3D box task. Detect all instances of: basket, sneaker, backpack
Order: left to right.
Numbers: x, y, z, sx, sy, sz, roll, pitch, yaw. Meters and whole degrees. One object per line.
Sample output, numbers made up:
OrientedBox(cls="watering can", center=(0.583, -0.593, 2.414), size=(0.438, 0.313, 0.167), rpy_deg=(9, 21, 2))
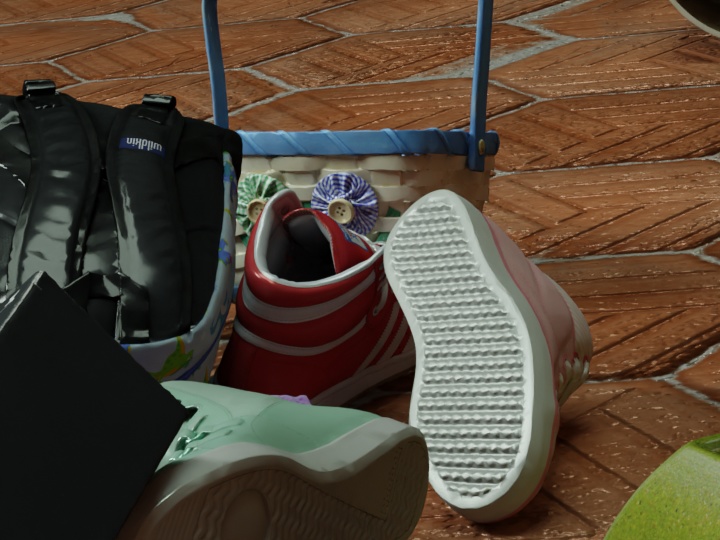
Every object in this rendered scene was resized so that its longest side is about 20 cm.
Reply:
OrientedBox(cls="backpack", center=(-0.133, 0.009, 1.408), size=(0.163, 0.154, 0.200), rpy_deg=(7, 22, -14))
OrientedBox(cls="sneaker", center=(-0.068, 0.087, 1.060), size=(0.118, 0.074, 0.200), rpy_deg=(9, 9, 25))
OrientedBox(cls="basket", center=(-0.005, -0.079, 1.627), size=(0.176, 0.201, 0.139), rpy_deg=(-3, -4, 25))
OrientedBox(cls="sneaker", center=(0.000, 0.000, 1.462), size=(0.071, 0.113, 0.200), rpy_deg=(27, 36, 21))
OrientedBox(cls="sneaker", center=(0.074, 0.054, 1.345), size=(0.075, 0.105, 0.201), rpy_deg=(-36, 37, 19))

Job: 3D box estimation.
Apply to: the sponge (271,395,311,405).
OrientedBox(cls="sponge", center=(-0.089, 0.093, 1.183), size=(0.199, 0.030, 0.112), rpy_deg=(1, 33, -29))

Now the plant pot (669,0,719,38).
OrientedBox(cls="plant pot", center=(0.323, -0.273, 2.376), size=(0.187, 0.188, 0.200), rpy_deg=(-6, 0, 2))

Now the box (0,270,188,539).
OrientedBox(cls="box", center=(-0.165, 0.111, 0.965), size=(0.200, 0.079, 0.141), rpy_deg=(-40, 14, 31))

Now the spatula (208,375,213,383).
OrientedBox(cls="spatula", center=(-0.076, 0.054, 1.518), size=(0.056, 0.021, 0.200), rpy_deg=(19, 24, 33))

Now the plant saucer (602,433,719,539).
OrientedBox(cls="plant saucer", center=(0.229, 0.093, 1.172), size=(0.199, 0.048, 0.200), rpy_deg=(-13, 16, -24))
